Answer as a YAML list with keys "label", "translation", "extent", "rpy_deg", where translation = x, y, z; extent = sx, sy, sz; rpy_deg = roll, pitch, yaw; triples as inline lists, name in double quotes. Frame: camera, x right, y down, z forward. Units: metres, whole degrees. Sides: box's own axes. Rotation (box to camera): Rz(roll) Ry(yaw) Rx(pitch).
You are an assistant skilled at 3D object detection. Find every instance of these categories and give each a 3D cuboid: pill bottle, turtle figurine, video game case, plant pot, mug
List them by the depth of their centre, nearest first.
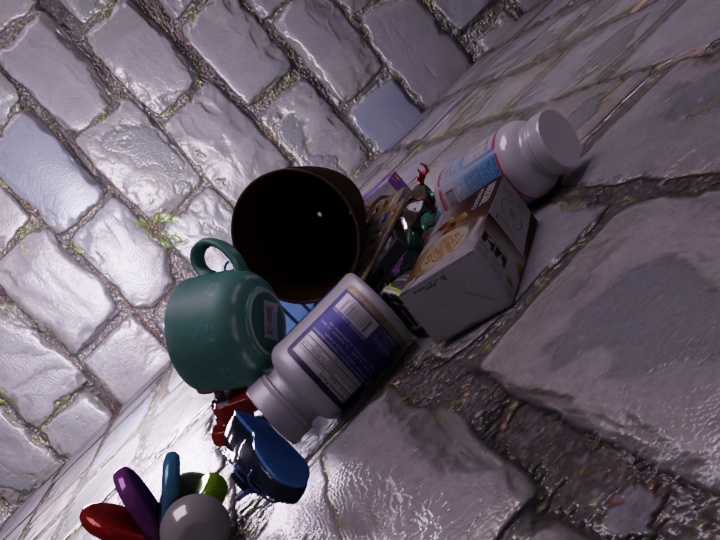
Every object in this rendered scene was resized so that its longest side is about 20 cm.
- label: "pill bottle"
  translation: [-0.043, 0.114, 1.001]
  extent: [0.200, 0.120, 0.120]
  rpy_deg: [-44, 10, -6]
- label: "mug"
  translation: [-0.173, 0.063, 1.042]
  extent: [0.113, 0.187, 0.153]
  rpy_deg: [-11, 29, 25]
- label: "pill bottle"
  translation: [0.200, -0.135, 1.092]
  extent: [0.199, 0.109, 0.109]
  rpy_deg: [-31, 15, 49]
- label: "plant pot"
  translation: [-0.066, -0.075, 1.159]
  extent: [0.186, 0.188, 0.200]
  rpy_deg: [-38, 5, 23]
- label: "video game case"
  translation: [0.000, 0.000, 1.161]
  extent: [0.182, 0.025, 0.200]
  rpy_deg: [-53, 13, 14]
- label: "turtle figurine"
  translation: [0.105, -0.077, 1.227]
  extent: [0.202, 0.099, 0.151]
  rpy_deg: [-79, 9, -47]

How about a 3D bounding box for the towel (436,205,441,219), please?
- label: "towel"
  translation: [0.164, -0.134, 1.485]
  extent: [0.200, 0.022, 0.146]
  rpy_deg: [-45, 11, -19]

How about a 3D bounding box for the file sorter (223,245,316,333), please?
- label: "file sorter"
  translation: [-0.147, 0.032, 1.232]
  extent: [0.138, 0.123, 0.201]
  rpy_deg: [-32, 25, 25]

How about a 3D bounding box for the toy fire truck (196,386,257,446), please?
- label: "toy fire truck"
  translation: [-0.172, 0.191, 1.291]
  extent: [0.165, 0.114, 0.200]
  rpy_deg: [-17, 8, -3]

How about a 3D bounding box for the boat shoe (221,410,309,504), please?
- label: "boat shoe"
  translation: [-0.110, 0.228, 0.914]
  extent: [0.070, 0.083, 0.200]
  rpy_deg: [-65, 20, 0]

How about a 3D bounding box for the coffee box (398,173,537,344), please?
- label: "coffee box"
  translation: [0.134, -0.018, 0.950]
  extent: [0.114, 0.080, 0.201]
  rpy_deg: [-32, 15, 35]

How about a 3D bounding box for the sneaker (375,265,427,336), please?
- label: "sneaker"
  translation: [0.073, 0.028, 1.047]
  extent: [0.081, 0.074, 0.200]
  rpy_deg: [-39, 12, -4]

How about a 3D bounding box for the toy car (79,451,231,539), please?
- label: "toy car"
  translation: [-0.256, 0.307, 0.959]
  extent: [0.200, 0.150, 0.175]
  rpy_deg: [-45, 10, -10]

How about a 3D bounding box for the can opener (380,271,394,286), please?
- label: "can opener"
  translation: [0.000, 0.048, 1.293]
  extent: [0.199, 0.053, 0.067]
  rpy_deg: [-33, 15, 42]

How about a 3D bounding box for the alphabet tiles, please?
- label: "alphabet tiles"
  translation: [0.003, -0.028, 1.150]
  extent: [0.202, 0.006, 0.166]
  rpy_deg: [-62, 14, -20]

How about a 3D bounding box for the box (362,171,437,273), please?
- label: "box"
  translation: [0.033, -0.061, 1.365]
  extent: [0.199, 0.137, 0.039]
  rpy_deg: [-34, 13, 39]
